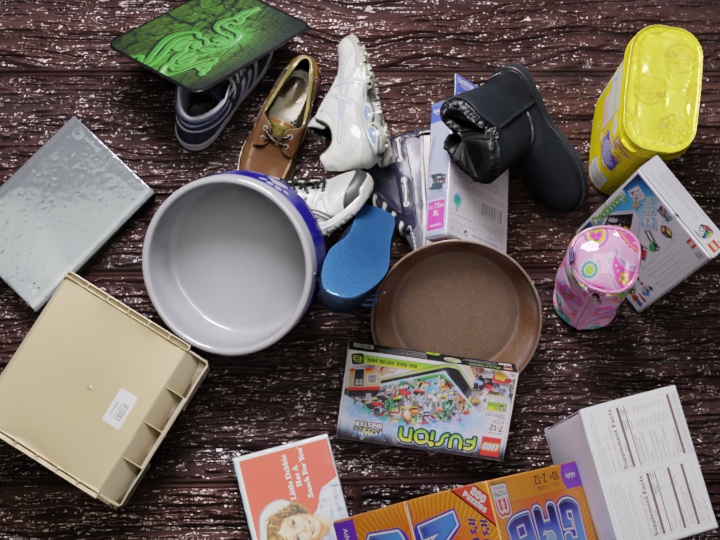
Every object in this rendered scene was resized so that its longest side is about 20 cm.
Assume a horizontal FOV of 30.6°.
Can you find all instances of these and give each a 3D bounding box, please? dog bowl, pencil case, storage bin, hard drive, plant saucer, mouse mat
[{"bbox_3d":[-0.141,-0.010,1.486,0.198,0.079,0.202,2,101,12],"label":"dog bowl"},{"bbox_3d":[0.267,0.011,1.501,0.086,0.200,0.088,-1,77,2],"label":"pencil case"},{"bbox_3d":[-0.302,0.138,1.502,0.197,0.094,0.201,31,78,3],"label":"storage bin"},{"bbox_3d":[-0.362,-0.067,1.573,0.139,0.033,0.200,42,79,6],"label":"hard drive"},{"bbox_3d":[0.111,0.053,1.532,0.198,0.037,0.202,1,112,2],"label":"plant saucer"},{"bbox_3d":[-0.178,-0.281,1.569,0.160,0.008,0.200,30,50,29],"label":"mouse mat"}]

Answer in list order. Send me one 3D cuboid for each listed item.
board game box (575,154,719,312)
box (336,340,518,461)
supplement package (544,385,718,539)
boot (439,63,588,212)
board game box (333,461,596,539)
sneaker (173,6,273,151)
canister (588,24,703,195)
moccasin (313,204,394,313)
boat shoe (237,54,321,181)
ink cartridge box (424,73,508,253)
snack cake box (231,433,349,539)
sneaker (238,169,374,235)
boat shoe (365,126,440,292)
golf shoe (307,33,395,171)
[{"bbox_3d":[0.331,-0.037,1.515,0.034,0.200,0.127,-34,82,-21],"label":"board game box"},{"bbox_3d":[0.076,0.151,1.525,0.198,0.035,0.111,7,102,-1],"label":"box"},{"bbox_3d":[0.293,0.227,1.456,0.110,0.200,0.157,-14,79,-5],"label":"supplement package"},{"bbox_3d":[0.176,-0.131,1.533,0.168,0.076,0.201,-40,105,-50],"label":"boot"},{"bbox_3d":[0.126,0.330,1.387,0.199,0.199,0.202,-22,77,33],"label":"board game box"},{"bbox_3d":[-0.161,-0.245,1.582,0.070,0.109,0.201,28,78,3],"label":"sneaker"},{"bbox_3d":[0.330,-0.180,1.545,0.086,0.200,0.150,8,78,-1],"label":"canister"},{"bbox_3d":[0.000,0.000,1.487,0.080,0.069,0.200,25,33,6],"label":"moccasin"},{"bbox_3d":[-0.102,-0.167,1.588,0.071,0.068,0.202,17,80,-2],"label":"boat shoe"},{"bbox_3d":[0.130,-0.119,1.566,0.042,0.119,0.202,-8,70,41],"label":"ink cartridge box"},{"bbox_3d":[-0.067,0.298,1.491,0.114,0.067,0.202,-14,79,-4],"label":"snack cake box"},{"bbox_3d":[-0.083,-0.078,1.528,0.199,0.076,0.088,-25,111,13],"label":"sneaker"},{"bbox_3d":[0.055,-0.070,1.583,0.092,0.075,0.202,-4,78,13],"label":"boat shoe"},{"bbox_3d":[-0.022,-0.202,1.577,0.096,0.079,0.201,-15,51,7],"label":"golf shoe"}]
